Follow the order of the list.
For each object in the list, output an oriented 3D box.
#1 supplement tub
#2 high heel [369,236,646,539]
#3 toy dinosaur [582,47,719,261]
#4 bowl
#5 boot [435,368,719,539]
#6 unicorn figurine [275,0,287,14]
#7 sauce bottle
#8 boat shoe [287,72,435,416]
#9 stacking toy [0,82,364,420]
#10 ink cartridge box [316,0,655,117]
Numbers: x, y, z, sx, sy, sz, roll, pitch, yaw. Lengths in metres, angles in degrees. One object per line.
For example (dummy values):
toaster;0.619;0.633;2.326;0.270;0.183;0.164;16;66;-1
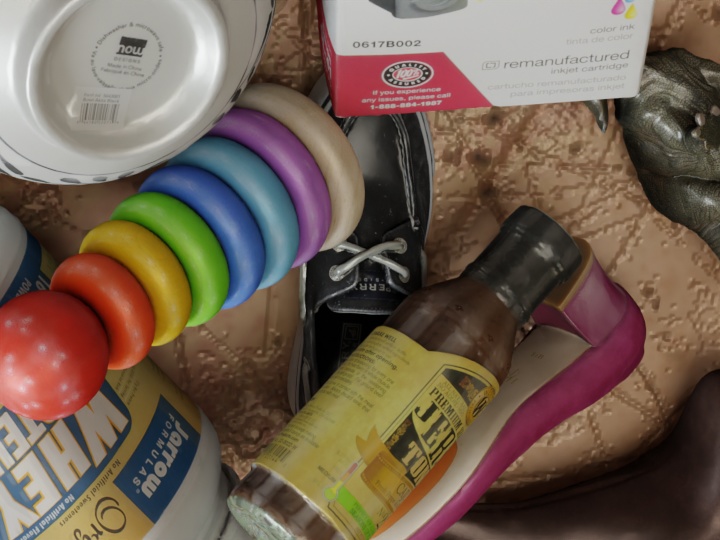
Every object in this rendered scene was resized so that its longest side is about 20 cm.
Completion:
supplement tub;-0.155;0.082;1.119;0.144;0.145;0.200;-41;113;5
high heel;0.068;0.083;1.184;0.201;0.067;0.096;-56;137;-18
toy dinosaur;0.161;-0.060;1.170;0.200;0.102;0.077;47;71;-34
bowl;-0.111;-0.106;1.013;0.199;0.094;0.202;-13;128;-18
boot;0.111;0.132;1.231;0.165;0.072;0.201;9;112;-17
unicorn figurine;-0.082;-0.193;1.079;0.137;0.074;0.201;-28;129;-1
sauce bottle;0.025;0.052;1.118;0.200;0.065;0.065;-48;114;-14
boat shoe;0.000;0.000;1.162;0.071;0.068;0.202;4;110;-13
stacking toy;-0.088;0.000;1.061;0.200;0.085;0.086;-40;119;-36
ink cartridge box;0.055;-0.161;1.037;0.146;0.086;0.201;-4;147;-3
